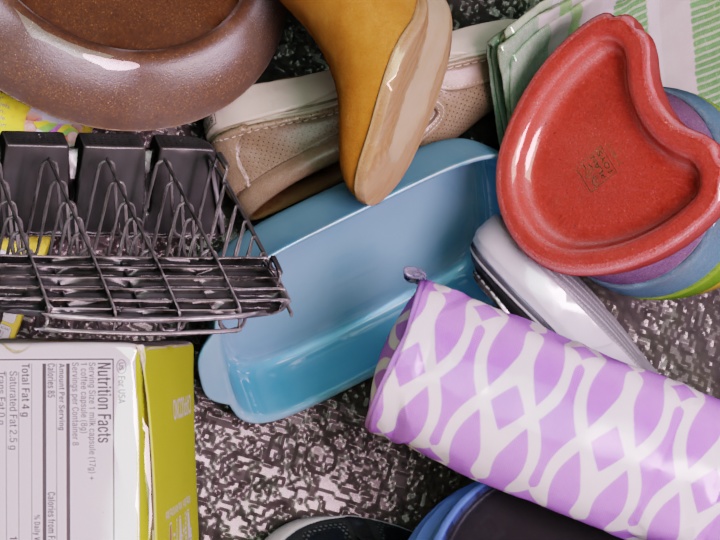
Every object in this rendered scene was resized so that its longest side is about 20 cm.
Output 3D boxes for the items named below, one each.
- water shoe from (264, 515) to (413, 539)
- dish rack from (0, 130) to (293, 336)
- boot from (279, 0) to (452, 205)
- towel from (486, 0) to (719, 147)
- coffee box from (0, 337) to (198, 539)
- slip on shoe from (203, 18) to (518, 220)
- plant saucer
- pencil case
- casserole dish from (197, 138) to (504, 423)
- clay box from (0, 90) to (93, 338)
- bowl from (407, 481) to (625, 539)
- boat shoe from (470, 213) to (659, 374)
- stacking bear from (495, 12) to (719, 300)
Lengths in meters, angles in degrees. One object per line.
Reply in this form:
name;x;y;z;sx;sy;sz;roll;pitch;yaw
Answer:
water shoe;0.044;0.170;1.213;0.199;0.079;0.072;18;79;-12
dish rack;-0.116;-0.009;1.084;0.153;0.200;0.055;-1;116;-18
boot;-0.027;-0.142;1.167;0.144;0.071;0.202;13;91;18
towel;0.156;-0.106;1.256;0.200;0.023;0.153;-31;135;-19
coffee box;-0.175;0.129;1.060;0.197;0.200;0.201;-1;89;3
slip on shoe;0.022;-0.077;1.235;0.199;0.076;0.061;-13;75;-12
plant saucer;-0.125;-0.162;1.195;0.200;0.032;0.201;11;60;-19
pencil case;0.097;0.075;1.159;0.200;0.086;0.084;24;77;3
casserole dish;0.000;0.000;1.213;0.200;0.121;0.039;-27;50;-16
clay box;-0.195;-0.066;1.194;0.115;0.048;0.200;22;77;-13
bowl;0.108;0.183;1.165;0.200;0.039;0.201;13;54;-19
boat shoe;0.110;0.060;1.227;0.071;0.072;0.200;-37;110;10
stacking bear;0.165;-0.037;1.225;0.114;0.200;0.122;-41;62;23
